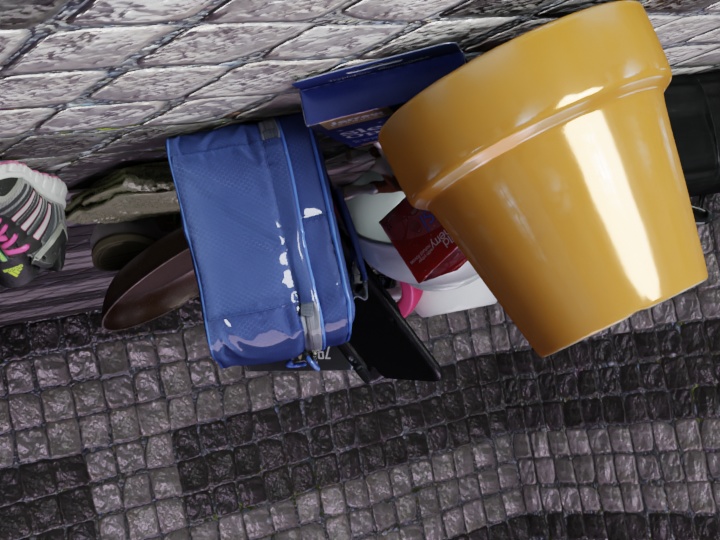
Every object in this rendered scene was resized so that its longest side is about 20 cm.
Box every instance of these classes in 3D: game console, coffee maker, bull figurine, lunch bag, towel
[{"bbox_3d":[0.000,0.000,1.204,0.116,0.201,0.176,-26,-159,29],"label":"game console"},{"bbox_3d":[0.294,-0.132,1.176,0.198,0.136,0.192,-11,154,-33],"label":"coffee maker"},{"bbox_3d":[0.053,-0.103,1.184,0.120,0.066,0.199,-8,178,35],"label":"bull figurine"},{"bbox_3d":[-0.066,-0.017,0.995,0.131,0.202,0.136,-14,173,-5],"label":"lunch bag"},{"bbox_3d":[-0.163,-0.073,1.167,0.198,0.037,0.148,-10,178,-37],"label":"towel"}]

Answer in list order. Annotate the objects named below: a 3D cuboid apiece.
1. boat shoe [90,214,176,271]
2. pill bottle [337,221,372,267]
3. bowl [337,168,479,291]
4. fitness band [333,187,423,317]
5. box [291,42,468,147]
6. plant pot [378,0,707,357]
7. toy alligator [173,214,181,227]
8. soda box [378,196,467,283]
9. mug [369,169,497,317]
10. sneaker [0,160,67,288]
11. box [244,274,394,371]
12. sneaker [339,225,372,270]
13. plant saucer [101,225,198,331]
[{"bbox_3d":[-0.230,-0.037,1.297,0.074,0.069,0.200,-11,172,3],"label":"boat shoe"},{"bbox_3d":[-0.054,-0.036,1.547,0.198,0.121,0.119,-11,178,-18],"label":"pill bottle"},{"bbox_3d":[0.081,-0.042,1.296,0.198,0.091,0.202,-9,-149,6],"label":"bowl"},{"bbox_3d":[-0.020,-0.017,1.410,0.037,0.199,0.144,-47,168,-40],"label":"fitness band"},{"bbox_3d":[0.029,-0.125,0.938,0.120,0.033,0.200,-12,177,12],"label":"box"},{"bbox_3d":[0.138,-0.050,0.858,0.198,0.185,0.200,-25,174,-3],"label":"plant pot"},{"bbox_3d":[-0.163,-0.022,1.434,0.054,0.199,0.060,-56,-170,37],"label":"toy alligator"},{"bbox_3d":[0.107,-0.075,1.077,0.063,0.070,0.200,-17,159,-50],"label":"soda box"},{"bbox_3d":[0.072,-0.036,1.453,0.198,0.178,0.148,-12,177,13],"label":"mug"},{"bbox_3d":[-0.277,-0.031,0.984,0.073,0.089,0.200,-11,177,8],"label":"sneaker"},{"bbox_3d":[-0.045,0.060,1.524,0.158,0.044,0.200,-2,-160,7],"label":"box"},{"bbox_3d":[-0.069,0.005,1.291,0.198,0.081,0.076,-8,166,-35],"label":"sneaker"},{"bbox_3d":[-0.178,-0.006,1.273,0.199,0.032,0.200,-32,170,-6],"label":"plant saucer"}]
